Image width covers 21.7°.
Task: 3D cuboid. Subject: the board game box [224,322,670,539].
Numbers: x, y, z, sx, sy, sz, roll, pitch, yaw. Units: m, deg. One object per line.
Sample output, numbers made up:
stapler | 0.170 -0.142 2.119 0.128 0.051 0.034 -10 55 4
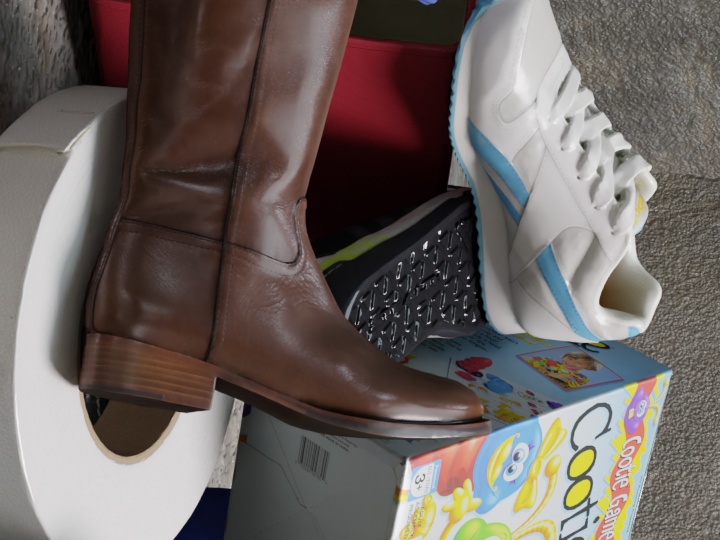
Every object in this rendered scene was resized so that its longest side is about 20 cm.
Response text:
board game box | 0.045 0.094 0.926 0.199 0.105 0.104 -13 121 -44

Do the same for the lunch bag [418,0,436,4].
lunch bag | -0.050 -0.183 0.726 0.076 0.199 0.160 -60 159 11

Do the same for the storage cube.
storage cube | -0.026 -0.130 0.949 0.180 0.198 0.172 94 6 -57

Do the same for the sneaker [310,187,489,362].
sneaker | 0.000 0.000 0.880 0.200 0.082 0.072 -20 115 -59

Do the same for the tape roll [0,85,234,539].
tape roll | -0.105 0.024 0.780 0.203 0.037 0.204 5 90 -68

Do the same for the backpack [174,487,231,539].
backpack | -0.068 0.195 1.011 0.199 0.167 0.164 0 96 -48

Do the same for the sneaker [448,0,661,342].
sneaker | 0.092 -0.052 0.867 0.077 0.080 0.201 -60 146 -40

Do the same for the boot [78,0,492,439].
boot | -0.016 -0.037 0.756 0.064 0.185 0.202 -8 -108 60

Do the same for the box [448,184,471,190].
box | -0.001 0.016 1.288 0.200 0.086 0.165 -164 -101 -66

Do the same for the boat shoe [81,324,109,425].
boat shoe | -0.110 0.017 0.900 0.075 0.066 0.201 -56 151 -69
